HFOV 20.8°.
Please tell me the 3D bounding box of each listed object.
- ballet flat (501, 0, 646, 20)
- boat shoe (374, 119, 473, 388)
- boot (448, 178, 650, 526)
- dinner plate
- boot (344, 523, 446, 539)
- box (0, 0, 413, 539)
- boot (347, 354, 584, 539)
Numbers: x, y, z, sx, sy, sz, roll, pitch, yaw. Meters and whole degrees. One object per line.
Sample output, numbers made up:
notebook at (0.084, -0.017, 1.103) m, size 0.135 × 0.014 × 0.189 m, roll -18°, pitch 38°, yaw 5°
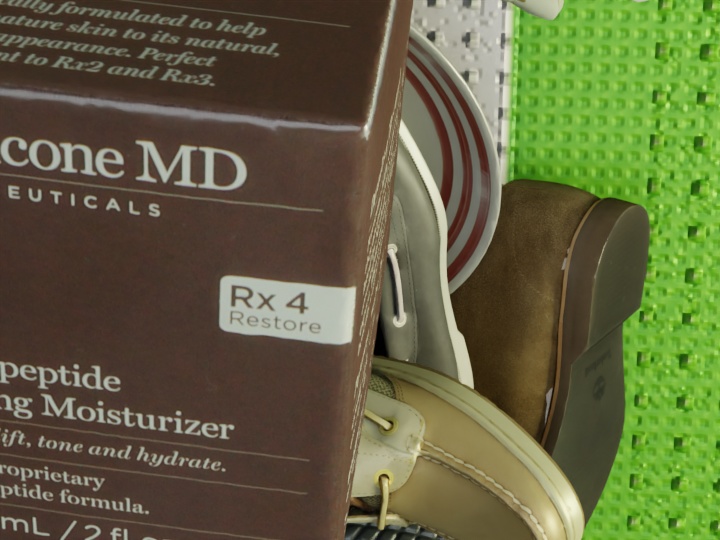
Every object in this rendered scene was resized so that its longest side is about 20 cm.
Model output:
ballet flat at (0.094, -0.140, 0.813) m, size 0.198 × 0.068 × 0.071 m, roll -7°, pitch 122°, yaw 10°
boat shoe at (0.000, 0.000, 0.814) m, size 0.057 × 0.067 × 0.201 m, roll -39°, pitch 133°, yaw -25°
boot at (0.076, 0.054, 0.887) m, size 0.075 × 0.073 × 0.202 m, roll 19°, pitch 114°, yaw 28°
dinner plate at (-0.035, -0.053, 0.847) m, size 0.198 × 0.024 × 0.201 m, roll 10°, pitch 132°, yaw 11°
boot at (-0.008, 0.124, 0.886) m, size 0.198 × 0.131 × 0.068 m, roll 18°, pitch 70°, yaw 5°
box at (-0.073, -0.024, 0.674) m, size 0.164 × 0.165 × 0.201 m, roll 7°, pitch 129°, yaw 3°
boot at (-0.029, 0.096, 0.767) m, size 0.199 × 0.155 × 0.073 m, roll 30°, pitch 142°, yaw 20°
